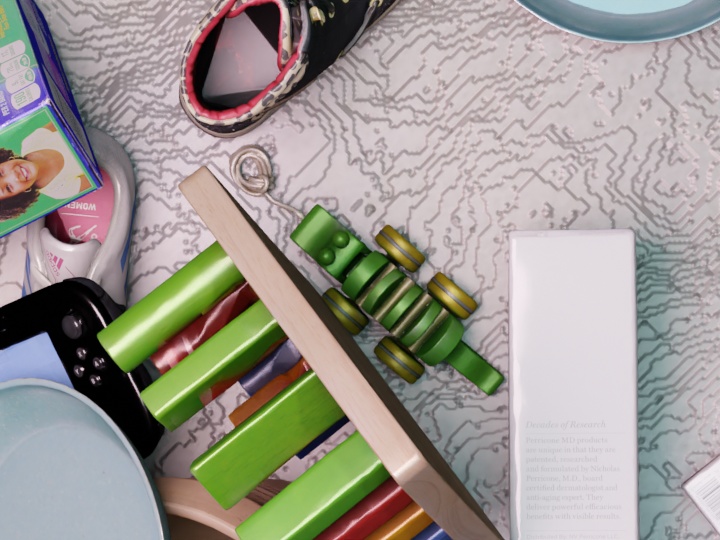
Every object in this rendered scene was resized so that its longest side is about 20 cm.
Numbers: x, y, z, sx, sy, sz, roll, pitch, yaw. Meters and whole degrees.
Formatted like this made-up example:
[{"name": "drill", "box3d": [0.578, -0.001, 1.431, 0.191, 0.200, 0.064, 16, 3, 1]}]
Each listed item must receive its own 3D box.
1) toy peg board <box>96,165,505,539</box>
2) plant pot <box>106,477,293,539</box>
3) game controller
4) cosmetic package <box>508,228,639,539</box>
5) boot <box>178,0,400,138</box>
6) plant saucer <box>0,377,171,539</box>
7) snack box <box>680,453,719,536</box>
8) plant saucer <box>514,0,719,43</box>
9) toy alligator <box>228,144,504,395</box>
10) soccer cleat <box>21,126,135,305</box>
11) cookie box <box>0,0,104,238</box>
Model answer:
[{"name": "toy peg board", "box3d": [-0.034, 0.079, 1.489, 0.098, 0.199, 0.200, -37, 65, 1]}, {"name": "plant pot", "box3d": [-0.050, 0.180, 1.578, 0.201, 0.201, 0.093, 43, 51, 4]}, {"name": "game controller", "box3d": [-0.182, 0.071, 1.583, 0.200, 0.042, 0.105, -22, 87, 46]}, {"name": "cosmetic package", "box3d": [0.116, 0.079, 1.588, 0.071, 0.101, 0.201, 0, 88, 4]}, {"name": "boot", "box3d": [-0.023, -0.151, 1.572, 0.073, 0.154, 0.204, 42, 93, -2]}, {"name": "plant saucer", "box3d": [-0.161, 0.156, 1.531, 0.200, 0.036, 0.201, -1, 88, 41]}, {"name": "snack box", "box3d": [0.267, 0.176, 1.614, 0.072, 0.024, 0.200, -38, 87, 1]}, {"name": "plant saucer", "box3d": [0.151, -0.226, 1.629, 0.200, 0.027, 0.201, 0, 89, 4]}, {"name": "toy alligator", "box3d": [0.000, 0.000, 1.619, 0.200, 0.054, 0.059, 42, 91, 4]}, {"name": "soccer cleat", "box3d": [-0.163, 0.020, 1.613, 0.070, 0.086, 0.201, 2, 89, 4]}, {"name": "cookie box", "box3d": [-0.257, -0.071, 1.580, 0.200, 0.171, 0.075, -28, 132, 2]}]
